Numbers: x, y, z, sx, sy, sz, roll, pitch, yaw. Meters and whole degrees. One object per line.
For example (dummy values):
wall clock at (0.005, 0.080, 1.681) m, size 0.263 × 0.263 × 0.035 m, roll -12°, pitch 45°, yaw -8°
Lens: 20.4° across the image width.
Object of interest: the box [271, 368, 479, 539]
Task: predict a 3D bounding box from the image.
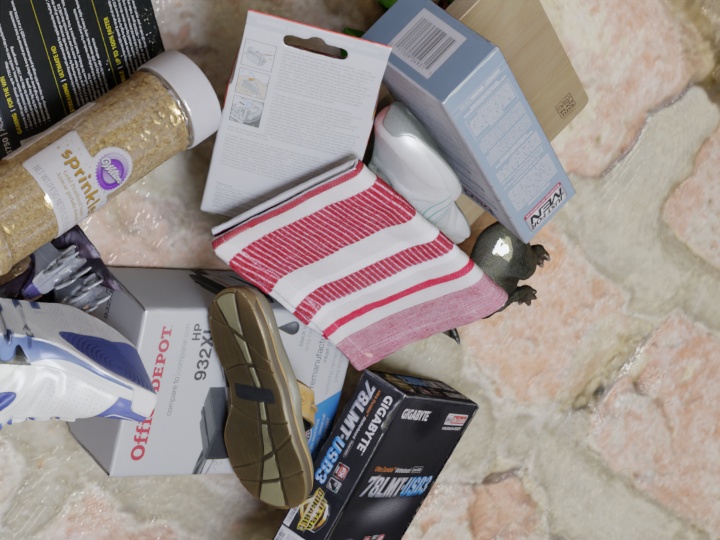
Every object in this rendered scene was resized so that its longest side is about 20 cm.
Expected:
box at (0.007, 0.183, 1.691) m, size 0.199 × 0.050 × 0.200 m, roll -59°, pitch 160°, yaw 5°

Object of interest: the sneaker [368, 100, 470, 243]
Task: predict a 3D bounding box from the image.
sneaker at (0.032, -0.055, 1.504) m, size 0.080 × 0.071 × 0.201 m, roll -31°, pitch 154°, yaw -5°

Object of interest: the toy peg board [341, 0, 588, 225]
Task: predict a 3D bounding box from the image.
toy peg board at (0.058, -0.142, 1.611) m, size 0.200 × 0.098 × 0.199 m, roll -45°, pitch 144°, yaw -5°

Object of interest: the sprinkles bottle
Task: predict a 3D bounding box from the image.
sprinkles bottle at (-0.191, -0.076, 1.392) m, size 0.200 × 0.068 × 0.069 m, roll -37°, pitch 128°, yaw -24°

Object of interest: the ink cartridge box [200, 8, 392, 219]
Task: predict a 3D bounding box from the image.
ink cartridge box at (-0.045, -0.113, 1.447) m, size 0.108 × 0.051 × 0.201 m, roll 14°, pitch 135°, yaw -3°

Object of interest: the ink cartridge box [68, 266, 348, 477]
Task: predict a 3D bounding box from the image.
ink cartridge box at (-0.116, 0.081, 1.594) m, size 0.199 × 0.084 × 0.146 m, roll 2°, pitch 112°, yaw -34°

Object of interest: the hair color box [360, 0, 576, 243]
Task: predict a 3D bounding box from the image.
hair color box at (0.082, -0.113, 1.496) m, size 0.061 × 0.099 × 0.200 m, roll -45°, pitch 144°, yaw -6°

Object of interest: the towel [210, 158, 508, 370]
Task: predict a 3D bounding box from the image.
towel at (0.000, 0.000, 1.510) m, size 0.143 × 0.023 × 0.200 m, roll -25°, pitch 136°, yaw 26°

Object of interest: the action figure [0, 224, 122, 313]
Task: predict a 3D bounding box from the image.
action figure at (-0.276, 0.044, 1.485) m, size 0.200 × 0.069 × 0.130 m, roll -37°, pitch 136°, yaw -8°

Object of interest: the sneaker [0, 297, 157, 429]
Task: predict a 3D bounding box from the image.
sneaker at (-0.257, 0.082, 1.438) m, size 0.198 × 0.081 × 0.116 m, roll 19°, pitch 115°, yaw -31°

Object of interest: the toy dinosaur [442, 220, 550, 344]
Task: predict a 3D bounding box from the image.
toy dinosaur at (0.116, -0.005, 1.678) m, size 0.200 × 0.077 × 0.102 m, roll -49°, pitch 170°, yaw 31°

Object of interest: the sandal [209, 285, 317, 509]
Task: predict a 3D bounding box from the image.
sandal at (-0.067, 0.096, 1.542) m, size 0.054 × 0.080 × 0.201 m, roll -35°, pitch 125°, yaw -42°

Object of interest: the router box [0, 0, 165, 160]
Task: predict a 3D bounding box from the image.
router box at (-0.218, -0.156, 1.435) m, size 0.148 × 0.051 × 0.201 m, roll -25°, pitch 123°, yaw -19°
